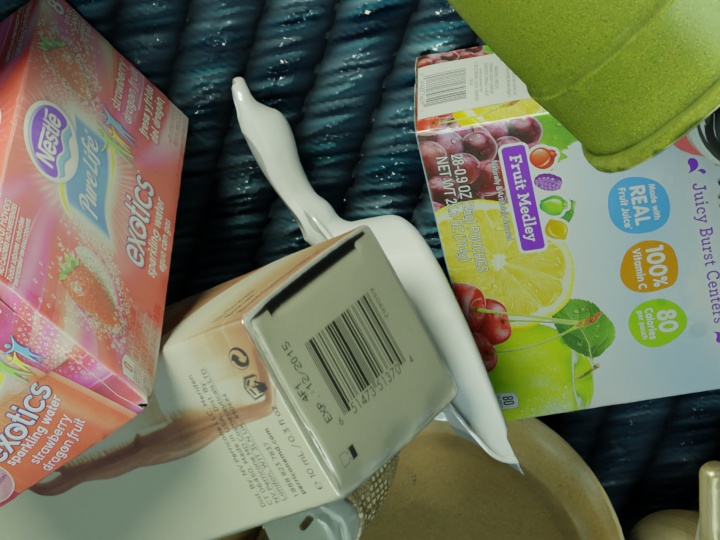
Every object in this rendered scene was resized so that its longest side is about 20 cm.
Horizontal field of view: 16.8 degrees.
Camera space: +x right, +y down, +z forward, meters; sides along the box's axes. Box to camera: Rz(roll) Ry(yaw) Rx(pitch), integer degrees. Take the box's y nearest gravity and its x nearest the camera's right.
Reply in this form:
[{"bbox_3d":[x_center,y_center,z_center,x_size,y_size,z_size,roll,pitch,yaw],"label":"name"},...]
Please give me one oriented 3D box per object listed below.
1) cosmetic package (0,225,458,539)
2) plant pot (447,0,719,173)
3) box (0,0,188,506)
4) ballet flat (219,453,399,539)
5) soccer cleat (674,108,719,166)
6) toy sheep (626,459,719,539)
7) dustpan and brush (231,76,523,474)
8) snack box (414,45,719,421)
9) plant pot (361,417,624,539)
[{"bbox_3d":[-0.072,0.062,1.040,0.200,0.103,0.087,-23,101,38],"label":"cosmetic package"},{"bbox_3d":[0.077,-0.174,0.896,0.193,0.201,0.200,38,121,-11],"label":"plant pot"},{"bbox_3d":[-0.143,-0.011,1.009,0.102,0.200,0.095,-32,121,25],"label":"box"},{"bbox_3d":[-0.056,0.140,1.098,0.200,0.065,0.071,-31,130,-12],"label":"ballet flat"},{"bbox_3d":[0.183,-0.130,0.970,0.068,0.073,0.200,39,85,-28],"label":"soccer cleat"},{"bbox_3d":[0.226,0.149,1.176,0.199,0.138,0.138,6,131,21],"label":"toy sheep"},{"bbox_3d":[0.000,0.000,1.089,0.057,0.140,0.201,-21,98,-9],"label":"dustpan and brush"},{"bbox_3d":[0.136,-0.027,1.075,0.199,0.068,0.169,-10,127,8],"label":"snack box"},{"bbox_3d":[0.027,0.150,1.150,0.199,0.201,0.028,-1,153,2],"label":"plant pot"}]
